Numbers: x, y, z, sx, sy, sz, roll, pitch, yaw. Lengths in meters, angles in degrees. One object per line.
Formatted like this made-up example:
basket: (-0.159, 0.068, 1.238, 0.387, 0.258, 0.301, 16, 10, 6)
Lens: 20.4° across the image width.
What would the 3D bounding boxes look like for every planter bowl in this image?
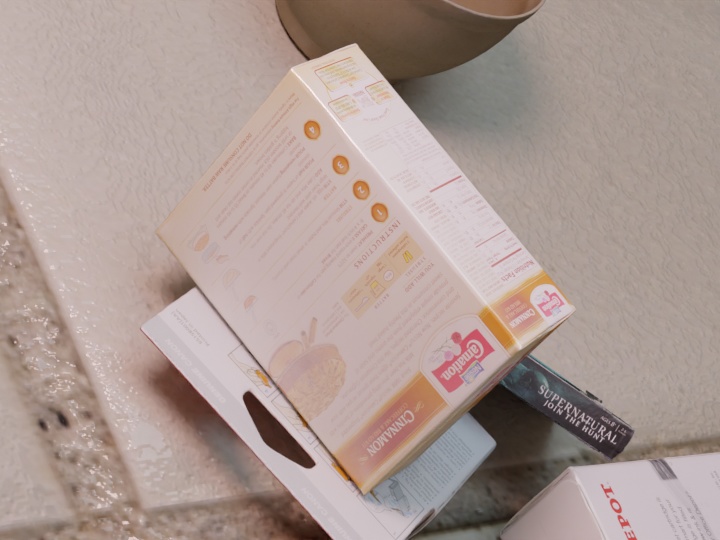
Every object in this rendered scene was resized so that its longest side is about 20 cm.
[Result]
planter bowl: (0.019, -0.218, 1.451, 0.199, 0.135, 0.201, 25, 41, -24)

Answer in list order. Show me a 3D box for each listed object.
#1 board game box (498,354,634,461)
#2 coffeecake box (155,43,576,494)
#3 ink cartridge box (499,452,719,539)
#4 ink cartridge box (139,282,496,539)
board game box: (0.075, 0.045, 1.287, 0.199, 0.028, 0.135, 34, 1, -14)
coffeecake box: (0.000, 0.000, 1.146, 0.200, 0.154, 0.073, 51, 37, 8)
ink cartridge box: (0.203, 0.200, 1.274, 0.199, 0.084, 0.147, 1, 55, -41)
ink cartridge box: (-0.030, 0.080, 1.205, 0.200, 0.044, 0.173, 47, 38, 3)
